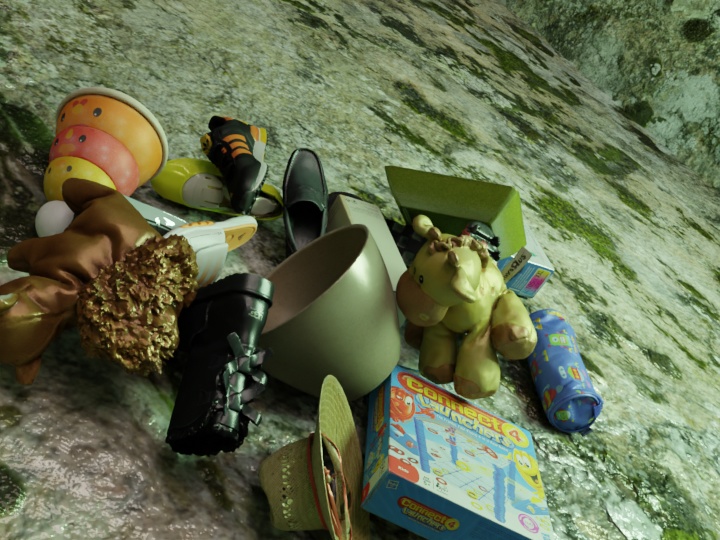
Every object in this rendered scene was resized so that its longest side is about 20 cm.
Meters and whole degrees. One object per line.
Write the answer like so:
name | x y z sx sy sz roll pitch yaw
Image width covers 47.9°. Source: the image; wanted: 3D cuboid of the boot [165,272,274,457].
boot | -0.157 0.101 0.808 0.073 0.198 0.164 25 60 -31

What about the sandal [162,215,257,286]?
sandal | -0.182 -0.019 0.991 0.059 0.079 0.206 48 34 12

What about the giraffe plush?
giraffe plush | 0.110 0.028 0.939 0.172 0.201 0.162 23 -7 39

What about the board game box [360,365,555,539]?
board game box | 0.103 0.214 0.884 0.199 0.056 0.196 27 24 -10

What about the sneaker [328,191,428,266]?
sneaker | 0.023 -0.052 1.250 0.199 0.074 0.089 30 -6 23

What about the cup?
cup | -0.034 0.066 0.927 0.144 0.199 0.201 54 25 -18

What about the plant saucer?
plant saucer | 0.141 -0.075 1.211 0.198 0.048 0.200 12 -18 20

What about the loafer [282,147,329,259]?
loafer | -0.074 -0.086 1.121 0.067 0.071 0.203 2 66 -9

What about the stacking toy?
stacking toy | -0.326 -0.108 0.967 0.145 0.146 0.201 24 47 -13

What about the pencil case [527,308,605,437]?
pencil case | 0.295 0.145 1.196 0.086 0.079 0.201 -4 37 -3

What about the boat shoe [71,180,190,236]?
boat shoe | -0.261 -0.045 0.960 0.073 0.069 0.199 20 -3 20

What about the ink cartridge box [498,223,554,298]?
ink cartridge box | 0.216 -0.041 1.398 0.198 0.077 0.137 18 32 -27

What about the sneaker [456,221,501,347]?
sneaker | 0.137 0.033 1.099 0.070 0.098 0.202 29 52 -29

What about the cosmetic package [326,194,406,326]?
cosmetic package | 0.000 0.000 1.110 0.073 0.104 0.201 15 33 -29

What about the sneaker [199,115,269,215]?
sneaker | -0.174 -0.144 1.076 0.089 0.070 0.201 21 30 -18

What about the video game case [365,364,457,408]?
video game case | 0.079 0.195 0.983 0.142 0.018 0.201 18 33 -25

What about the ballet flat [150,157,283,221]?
ballet flat | -0.188 -0.107 1.120 0.199 0.067 0.067 11 19 -36

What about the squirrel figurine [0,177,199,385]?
squirrel figurine | -0.261 0.023 0.771 0.198 0.143 0.187 15 32 21

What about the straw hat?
straw hat | -0.052 0.203 0.775 0.084 0.202 0.202 -12 34 8
